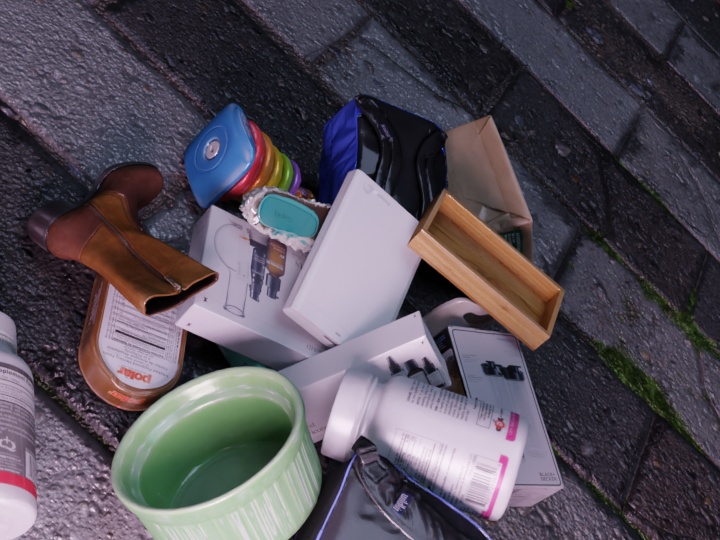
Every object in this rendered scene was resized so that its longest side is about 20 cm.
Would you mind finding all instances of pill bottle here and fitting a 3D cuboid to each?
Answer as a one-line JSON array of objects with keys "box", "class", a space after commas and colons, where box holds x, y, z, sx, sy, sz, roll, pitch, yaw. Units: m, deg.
[{"box": [0.066, 0.177, 1.206, 0.198, 0.114, 0.114, 18, 41, 5], "class": "pill bottle"}, {"box": [-0.353, 0.138, 1.049, 0.110, 0.111, 0.202, 13, 50, -34], "class": "pill bottle"}]

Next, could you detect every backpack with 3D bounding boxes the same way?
[{"box": [0.028, 0.299, 1.128, 0.199, 0.147, 0.184, 32, 57, -8], "class": "backpack"}, {"box": [0.024, -0.094, 1.511, 0.161, 0.168, 0.202, 14, 59, -26], "class": "backpack"}]

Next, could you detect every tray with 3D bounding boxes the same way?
[{"box": [0.154, -0.002, 1.395, 0.199, 0.037, 0.099, 39, 39, -6], "class": "tray"}]

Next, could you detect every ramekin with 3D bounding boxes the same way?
[{"box": [-0.134, 0.196, 1.132, 0.201, 0.198, 0.098, -64, 141, -49], "class": "ramekin"}]

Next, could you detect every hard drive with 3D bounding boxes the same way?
[{"box": [0.000, 0.000, 1.343, 0.132, 0.026, 0.201, 39, 58, -25], "class": "hard drive"}]

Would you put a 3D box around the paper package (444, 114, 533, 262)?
[{"box": [0.170, -0.084, 1.629, 0.103, 0.200, 0.192, -18, 63, 0], "class": "paper package"}]

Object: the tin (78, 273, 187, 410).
[{"box": [-0.245, 0.059, 1.270, 0.111, 0.042, 0.201, 21, 46, -22], "class": "tin"}]

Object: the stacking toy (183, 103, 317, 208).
[{"box": [-0.120, -0.117, 1.494, 0.199, 0.110, 0.117, 28, 31, -43], "class": "stacking toy"}]

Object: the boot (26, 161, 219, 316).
[{"box": [-0.233, -0.041, 1.266, 0.199, 0.069, 0.188, 27, 32, 27], "class": "boot"}]

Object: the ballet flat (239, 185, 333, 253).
[{"box": [-0.058, -0.052, 1.369, 0.199, 0.072, 0.072, 25, 44, -33], "class": "ballet flat"}]

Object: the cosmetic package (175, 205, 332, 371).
[{"box": [-0.107, 0.032, 1.334, 0.199, 0.052, 0.152, 26, 46, -24], "class": "cosmetic package"}]

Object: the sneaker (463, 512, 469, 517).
[{"box": [0.106, 0.267, 1.320, 0.072, 0.085, 0.202, 24, 67, -18], "class": "sneaker"}]

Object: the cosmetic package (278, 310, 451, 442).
[{"box": [-0.006, 0.126, 1.286, 0.051, 0.198, 0.083, -101, 164, -57], "class": "cosmetic package"}]

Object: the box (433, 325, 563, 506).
[{"box": [0.151, 0.169, 1.344, 0.116, 0.060, 0.202, 7, 56, -37], "class": "box"}]

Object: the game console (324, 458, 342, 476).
[{"box": [0.078, 0.215, 1.372, 0.199, 0.176, 0.117, 33, 12, -16], "class": "game console"}]

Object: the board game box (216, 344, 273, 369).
[{"box": [-0.107, 0.036, 1.404, 0.199, 0.045, 0.153, -25, 76, -48], "class": "board game box"}]

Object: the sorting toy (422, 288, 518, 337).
[{"box": [0.112, 0.075, 1.461, 0.199, 0.180, 0.107, -11, 65, -45], "class": "sorting toy"}]
